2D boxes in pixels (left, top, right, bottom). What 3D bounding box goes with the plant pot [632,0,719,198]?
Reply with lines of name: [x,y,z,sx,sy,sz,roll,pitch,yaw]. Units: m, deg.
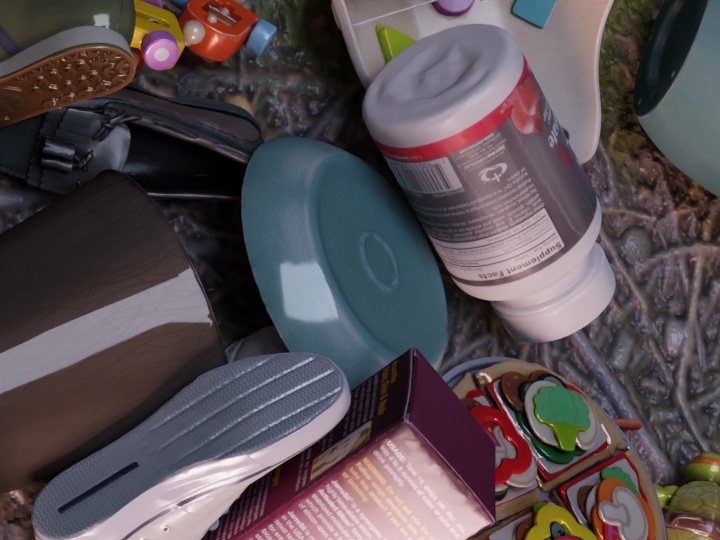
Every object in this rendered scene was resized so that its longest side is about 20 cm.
plant pot: [0.285,-0.135,1.918,0.161,0.201,0.201,22,66,-10]

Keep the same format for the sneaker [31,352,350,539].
sneaker: [-0.095,0.115,1.606,0.200,0.071,0.073,-26,52,-4]

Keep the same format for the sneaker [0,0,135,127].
sneaker: [-0.219,-0.139,1.655,0.067,0.200,0.090,44,41,-52]

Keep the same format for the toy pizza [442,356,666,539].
toy pizza: [0.122,0.140,1.766,0.200,0.032,0.201,22,48,-26]

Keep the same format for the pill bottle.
pill bottle: [0.090,-0.052,1.801,0.111,0.111,0.200,-51,127,-30]

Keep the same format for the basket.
basket: [-0.200,0.057,1.627,0.200,0.136,0.181,-23,87,-28]

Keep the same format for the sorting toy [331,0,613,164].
sorting toy: [0.080,-0.141,1.861,0.200,0.107,0.180,-18,99,-13]

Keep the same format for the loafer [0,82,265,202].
loafer: [-0.143,-0.076,1.719,0.200,0.072,0.063,1,35,-30]

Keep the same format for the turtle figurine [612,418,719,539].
turtle figurine: [0.230,0.188,1.860,0.200,0.064,0.162,25,65,-21]

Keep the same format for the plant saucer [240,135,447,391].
plant saucer: [0.000,0.000,1.751,0.200,0.036,0.200,39,37,-38]

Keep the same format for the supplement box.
supplement box: [-0.022,0.150,1.640,0.086,0.200,0.110,50,16,-14]

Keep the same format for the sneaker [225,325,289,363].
sneaker: [-0.026,0.129,1.723,0.075,0.088,0.200,-22,87,-33]

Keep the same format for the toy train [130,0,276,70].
toy train: [-0.158,-0.169,1.745,0.200,0.056,0.150,30,24,-3]
